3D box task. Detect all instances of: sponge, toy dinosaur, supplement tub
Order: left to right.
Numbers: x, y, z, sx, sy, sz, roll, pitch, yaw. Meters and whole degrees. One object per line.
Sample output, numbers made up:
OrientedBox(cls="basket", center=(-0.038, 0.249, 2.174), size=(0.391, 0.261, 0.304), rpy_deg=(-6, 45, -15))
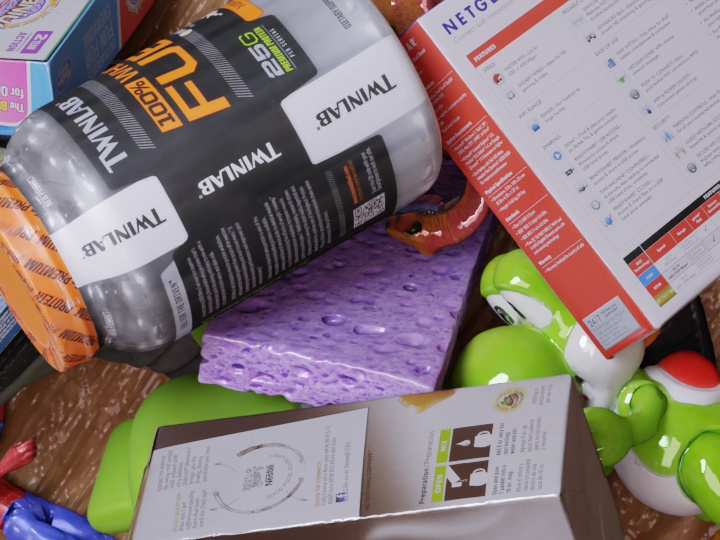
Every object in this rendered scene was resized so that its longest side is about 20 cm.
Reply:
OrientedBox(cls="supplement tub", center=(-0.074, -0.044, 1.230), size=(0.200, 0.123, 0.123), rpy_deg=(-31, 90, -15))
OrientedBox(cls="sponge", center=(0.000, 0.000, 1.318), size=(0.111, 0.200, 0.030), rpy_deg=(11, 123, 8))
OrientedBox(cls="toy dinosaur", center=(0.019, -0.105, 1.318), size=(0.105, 0.200, 0.182), rpy_deg=(-22, 48, 2))

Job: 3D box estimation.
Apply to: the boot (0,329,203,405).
OrientedBox(cls="boot", center=(-0.126, 0.038, 1.383), size=(0.200, 0.132, 0.070), rpy_deg=(-38, 46, 20))

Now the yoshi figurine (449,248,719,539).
OrientedBox(cls="yoshi figurine", center=(0.119, 0.082, 1.297), size=(0.200, 0.112, 0.112), rpy_deg=(44, 127, -5))

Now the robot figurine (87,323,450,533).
OrientedBox(cls="robot figurine", center=(-0.034, 0.097, 1.347), size=(0.200, 0.116, 0.176), rpy_deg=(-16, 125, 26))

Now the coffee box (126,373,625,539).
OrientedBox(cls="coffee box", center=(0.010, 0.122, 1.228), size=(0.199, 0.080, 0.115), rpy_deg=(-8, 130, 15))

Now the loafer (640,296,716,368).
OrientedBox(cls="loafer", center=(0.134, 0.011, 1.352), size=(0.068, 0.070, 0.201), rpy_deg=(-11, 95, 12))

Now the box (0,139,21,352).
OrientedBox(cls="box", center=(-0.217, -0.005, 1.342), size=(0.038, 0.200, 0.137), rpy_deg=(52, 60, -28))

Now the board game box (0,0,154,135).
OrientedBox(cls="board game box", center=(-0.219, -0.122, 1.331), size=(0.199, 0.153, 0.040), rpy_deg=(4, 121, 14))

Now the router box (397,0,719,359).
OrientedBox(cls="router box", center=(0.138, -0.087, 1.289), size=(0.200, 0.049, 0.180), rpy_deg=(-36, 88, -30))

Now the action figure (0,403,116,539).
OrientedBox(cls="action figure", center=(-0.159, 0.113, 1.426), size=(0.200, 0.065, 0.099), rpy_deg=(26, 110, 6))

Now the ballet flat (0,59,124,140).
OrientedBox(cls="ballet flat", center=(-0.128, -0.087, 1.393), size=(0.199, 0.062, 0.068), rpy_deg=(-4, 71, 11))
